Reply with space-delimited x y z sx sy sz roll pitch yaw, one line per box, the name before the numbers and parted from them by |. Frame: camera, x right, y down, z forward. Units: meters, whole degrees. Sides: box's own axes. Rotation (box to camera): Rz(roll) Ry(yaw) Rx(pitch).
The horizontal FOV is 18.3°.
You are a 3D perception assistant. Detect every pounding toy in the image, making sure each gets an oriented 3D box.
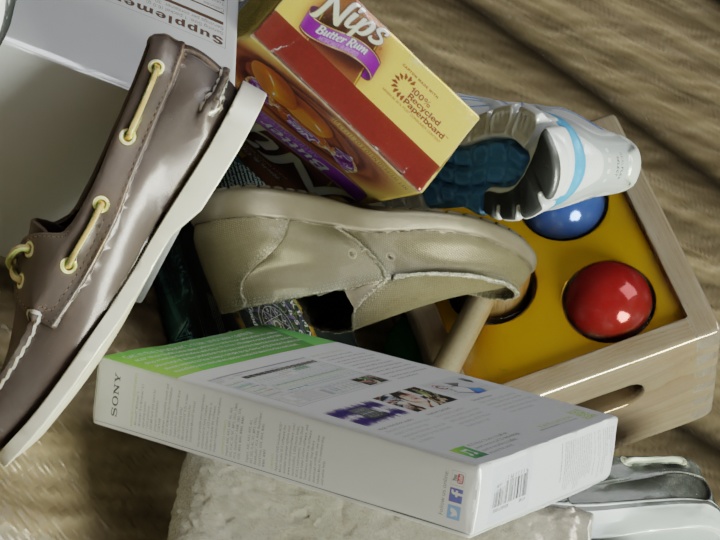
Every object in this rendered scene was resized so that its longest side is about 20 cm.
pounding toy | 0.086 0.028 1.261 0.142 0.199 0.185 81 -11 -59

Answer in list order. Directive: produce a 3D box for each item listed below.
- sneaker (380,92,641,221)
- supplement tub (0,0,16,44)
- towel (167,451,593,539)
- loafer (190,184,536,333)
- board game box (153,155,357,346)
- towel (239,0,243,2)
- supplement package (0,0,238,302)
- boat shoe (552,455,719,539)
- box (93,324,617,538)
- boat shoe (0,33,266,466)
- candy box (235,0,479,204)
sneaker | 0.076 -0.062 1.224 0.086 0.075 0.200 -1 12 -33
supplement tub | -0.213 -0.172 1.011 0.122 0.122 0.200 36 23 -27
towel | 0.007 0.152 0.992 0.199 0.035 0.133 11 57 -3
loafer | 0.000 0.000 1.154 0.199 0.076 0.068 7 85 -27
board game box | -0.058 0.015 1.211 0.135 0.028 0.201 25 35 -42
towel | -0.128 -0.237 1.406 0.171 0.048 0.201 30 33 -42
supplement package | -0.135 -0.104 1.106 0.119 0.121 0.201 20 37 -17
boat shoe | 0.098 0.132 1.202 0.199 0.071 0.064 2 49 -20
box | -0.001 0.068 1.022 0.199 0.037 0.144 15 12 29
boat shoe | -0.118 -0.009 0.983 0.059 0.200 0.072 33 5 -8
candy box | -0.027 -0.089 1.175 0.117 0.057 0.200 43 -12 -12
